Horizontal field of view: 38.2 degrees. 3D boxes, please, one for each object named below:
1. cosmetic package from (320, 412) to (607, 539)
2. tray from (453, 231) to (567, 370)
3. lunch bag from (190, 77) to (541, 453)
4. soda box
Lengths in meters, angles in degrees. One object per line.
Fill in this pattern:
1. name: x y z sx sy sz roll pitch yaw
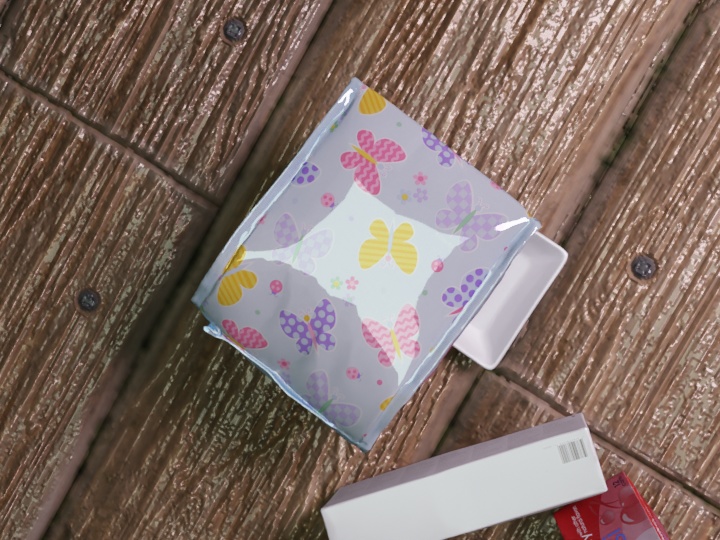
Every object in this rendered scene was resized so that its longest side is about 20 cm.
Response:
1. cosmetic package: 0.077 0.161 0.764 0.198 0.083 0.051 -19 88 9
2. tray: 0.049 -0.024 0.800 0.199 0.022 0.108 35 96 8
3. lunch bag: 0.000 0.000 0.736 0.169 0.127 0.201 37 85 6
4. soda box: 0.195 0.230 0.683 0.063 0.201 0.070 -34 120 10
